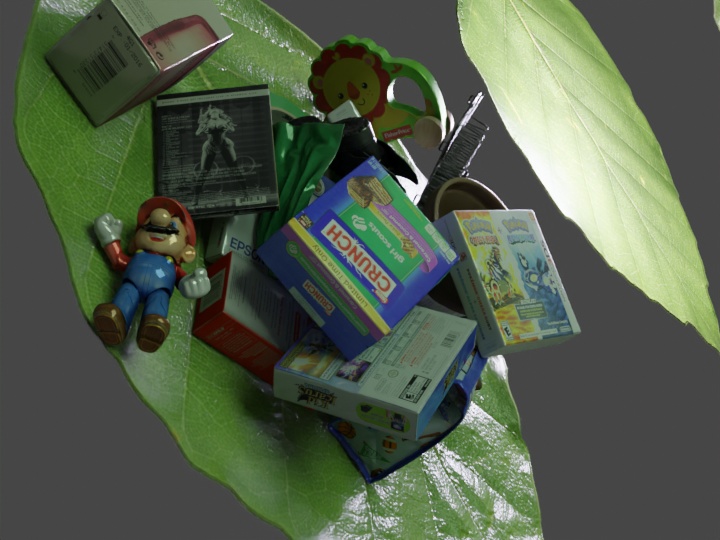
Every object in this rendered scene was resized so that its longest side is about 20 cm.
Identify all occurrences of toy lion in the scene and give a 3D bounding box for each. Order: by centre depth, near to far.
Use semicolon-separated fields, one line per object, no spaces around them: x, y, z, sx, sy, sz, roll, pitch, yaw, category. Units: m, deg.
0.022;-0.267;1.904;0.069;0.198;0.194;-48;122;-57;toy lion

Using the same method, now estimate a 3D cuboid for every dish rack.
0.140;-0.165;1.875;0.054;0.201;0.154;28;46;3;dish rack

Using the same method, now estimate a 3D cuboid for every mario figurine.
-0.233;-0.014;1.382;0.123;0.106;0.202;38;37;-26;mario figurine

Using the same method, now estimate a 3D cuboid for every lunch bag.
0.076;0.148;1.590;0.124;0.199;0.170;51;32;-10;lunch bag

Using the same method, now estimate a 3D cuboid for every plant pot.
0.136;-0.016;1.688;0.200;0.092;0.203;28;49;-37;plant pot

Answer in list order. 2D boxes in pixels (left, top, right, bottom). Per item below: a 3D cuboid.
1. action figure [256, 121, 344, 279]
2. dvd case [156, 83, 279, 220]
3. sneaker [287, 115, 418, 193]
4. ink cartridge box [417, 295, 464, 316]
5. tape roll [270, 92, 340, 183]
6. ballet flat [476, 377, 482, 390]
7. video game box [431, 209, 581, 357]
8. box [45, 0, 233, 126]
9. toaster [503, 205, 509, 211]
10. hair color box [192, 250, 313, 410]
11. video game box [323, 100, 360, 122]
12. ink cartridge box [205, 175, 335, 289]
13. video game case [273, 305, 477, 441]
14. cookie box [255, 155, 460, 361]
-0.085;-0.084;1.556;0.055;0.117;0.203;33;64;-47;action figure
-0.180;-0.148;1.565;0.016;0.146;0.202;87;-3;-55;dvd case
-0.021;-0.145;1.643;0.060;0.198;0.105;-51;127;-31;sneaker
0.126;0.036;1.838;0.200;0.128;0.126;44;32;-22;ink cartridge box
-0.107;-0.152;1.746;0.200;0.048;0.202;37;37;-33;tape roll
0.100;0.130;1.775;0.200;0.067;0.073;50;53;-33;ballet flat
0.191;0.012;1.619;0.199;0.047;0.184;-4;68;-52;video game box
-0.268;-0.278;1.547;0.110;0.127;0.200;54;31;-6;box
0.193;-0.049;2.028;0.199;0.113;0.130;30;38;-37;toaster
-0.107;0.076;1.525;0.199;0.061;0.102;37;37;-30;hair color box
0.010;-0.149;1.805;0.183;0.047;0.200;57;-1;-4;video game box
-0.098;-0.067;1.625;0.195;0.043;0.203;29;62;-38;ink cartridge box
0.020;0.103;1.471;0.179;0.046;0.200;16;34;19;video game case
0.001;-0.017;1.475;0.172;0.075;0.200;49;42;-1;cookie box
